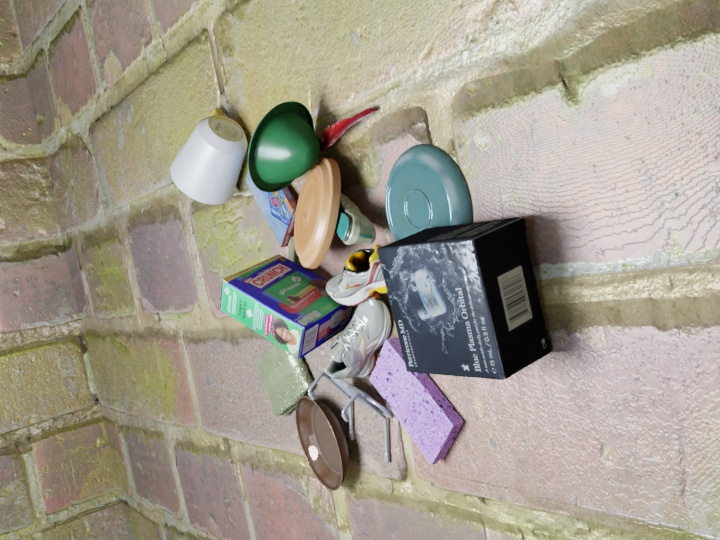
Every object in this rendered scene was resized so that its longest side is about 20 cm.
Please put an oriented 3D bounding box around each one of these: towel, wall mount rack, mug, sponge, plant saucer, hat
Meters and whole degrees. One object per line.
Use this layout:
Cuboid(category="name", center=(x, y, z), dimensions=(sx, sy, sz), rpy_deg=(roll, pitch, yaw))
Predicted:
Cuboid(category="towel", center=(-0.172, 0.235, 1.712), dimensions=(0.200, 0.036, 0.150), rpy_deg=(-45, 66, 51))
Cuboid(category="wall mount rack", center=(-0.009, 0.275, 1.469), dimensions=(0.199, 0.075, 0.174), rpy_deg=(21, 158, 50))
Cuboid(category="mug", center=(-0.327, -0.263, 1.672), dimensions=(0.187, 0.148, 0.154), rpy_deg=(53, 131, 19))
Cuboid(category="sponge", center=(0.093, 0.225, 1.345), dimensions=(0.201, 0.030, 0.112), rpy_deg=(52, 138, 31))
Cuboid(category="plant saucer", center=(-0.074, 0.353, 1.601), dimensions=(0.200, 0.036, 0.203), rpy_deg=(36, 134, 49))
Cuboid(category="plant saucer", center=(0.099, -0.098, 1.231), dimensions=(0.199, 0.027, 0.203), rpy_deg=(22, 118, 49))
Cuboid(category="hat", center=(-0.083, -0.194, 1.355), dimensions=(0.175, 0.165, 0.202), rpy_deg=(32, 143, 30))
Cuboid(category="plant saucer", center=(-0.084, -0.105, 1.407), dimensions=(0.200, 0.032, 0.204), rpy_deg=(-170, 90, -71))

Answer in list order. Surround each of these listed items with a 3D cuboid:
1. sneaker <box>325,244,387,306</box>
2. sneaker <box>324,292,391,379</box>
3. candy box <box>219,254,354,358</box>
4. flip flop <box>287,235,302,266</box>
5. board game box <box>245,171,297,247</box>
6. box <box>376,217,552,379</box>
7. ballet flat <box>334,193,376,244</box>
Cuboid(category="sneaker", center=(0.000, 0.000, 1.338), dimensions=(0.082, 0.079, 0.199), rpy_deg=(37, 145, -22))
Cuboid(category="sneaker", center=(-0.009, 0.128, 1.400), dimensions=(0.076, 0.091, 0.202), rpy_deg=(45, 134, 36))
Cuboid(category="candy box", center=(-0.136, 0.060, 1.446), dimensions=(0.198, 0.168, 0.078), rpy_deg=(26, 121, 25))
Cuboid(category="flip flop", center=(-0.143, 0.026, 1.580), dimensions=(0.081, 0.057, 0.203), rpy_deg=(35, 128, 43))
Cuboid(category="board game box", center=(-0.184, -0.156, 1.595), dimensions=(0.201, 0.019, 0.104), rpy_deg=(59, 143, 32))
Cuboid(category="box", center=(0.146, 0.041, 1.111), dimensions=(0.199, 0.116, 0.200), rpy_deg=(-4, 103, 51))
Cuboid(category="ballet flat", center=(-0.021, -0.088, 1.363), dimensions=(0.200, 0.061, 0.068), rpy_deg=(-122, 46, -61))
